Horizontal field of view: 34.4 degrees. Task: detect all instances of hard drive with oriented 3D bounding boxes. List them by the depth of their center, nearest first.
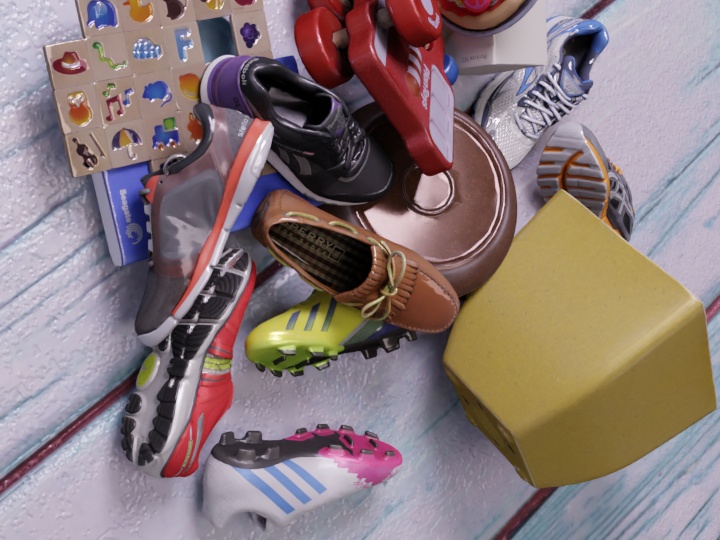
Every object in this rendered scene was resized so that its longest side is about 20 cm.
[{"bbox_3d":[-0.128,-0.095,0.969,0.198,0.025,0.134,-19,105,-34],"label":"hard drive"}]

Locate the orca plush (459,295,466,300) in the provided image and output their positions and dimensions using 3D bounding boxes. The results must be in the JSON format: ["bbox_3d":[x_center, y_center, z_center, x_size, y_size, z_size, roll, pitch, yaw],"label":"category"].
[{"bbox_3d":[0.111,-0.037,1.136,0.105,0.071,0.201,-50,118,-23],"label":"orca plush"}]

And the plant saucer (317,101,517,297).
[{"bbox_3d":[0.058,-0.072,1.070,0.198,0.034,0.203,4,75,-15],"label":"plant saucer"}]

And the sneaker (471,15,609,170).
[{"bbox_3d":[0.184,-0.183,1.173,0.077,0.085,0.201,41,70,-29],"label":"sneaker"}]

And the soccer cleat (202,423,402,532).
[{"bbox_3d":[-0.054,0.189,1.043,0.198,0.070,0.087,5,106,-33],"label":"soccer cleat"}]

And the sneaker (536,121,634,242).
[{"bbox_3d":[0.241,-0.088,1.218,0.078,0.078,0.201,-60,143,-26],"label":"sneaker"}]

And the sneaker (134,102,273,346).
[{"bbox_3d":[-0.142,-0.040,0.913,0.081,0.077,0.202,26,96,-8],"label":"sneaker"}]

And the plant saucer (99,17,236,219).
[{"bbox_3d":[-0.152,-0.121,0.976,0.070,0.019,0.202,32,75,-33],"label":"plant saucer"}]

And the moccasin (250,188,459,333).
[{"bbox_3d":[0.001,-0.001,0.983,0.200,0.078,0.074,35,102,-23],"label":"moccasin"}]

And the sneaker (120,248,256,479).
[{"bbox_3d":[-0.136,0.078,0.980,0.085,0.076,0.202,37,71,-52],"label":"sneaker"}]

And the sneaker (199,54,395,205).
[{"bbox_3d":[-0.034,-0.109,0.959,0.199,0.087,0.077,27,76,-35],"label":"sneaker"}]

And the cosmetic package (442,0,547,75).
[{"bbox_3d":[0.118,-0.292,1.108,0.072,0.103,0.203,-4,94,-34],"label":"cosmetic package"}]

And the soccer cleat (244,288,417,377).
[{"bbox_3d":[-0.030,0.042,1.043,0.199,0.064,0.085,-8,74,-44],"label":"soccer cleat"}]

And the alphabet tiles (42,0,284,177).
[{"bbox_3d":[-0.150,-0.144,0.929,0.198,0.008,0.169,-18,104,-34],"label":"alphabet tiles"}]

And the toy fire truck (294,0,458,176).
[{"bbox_3d":[0.034,-0.199,1.022,0.168,0.111,0.201,52,29,-36],"label":"toy fire truck"}]

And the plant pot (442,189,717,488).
[{"bbox_3d":[0.195,0.089,1.111,0.199,0.195,0.195,-38,140,-9],"label":"plant pot"}]

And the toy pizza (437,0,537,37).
[{"bbox_3d":[0.103,-0.312,1.036,0.031,0.199,0.203,-6,96,-37],"label":"toy pizza"}]
